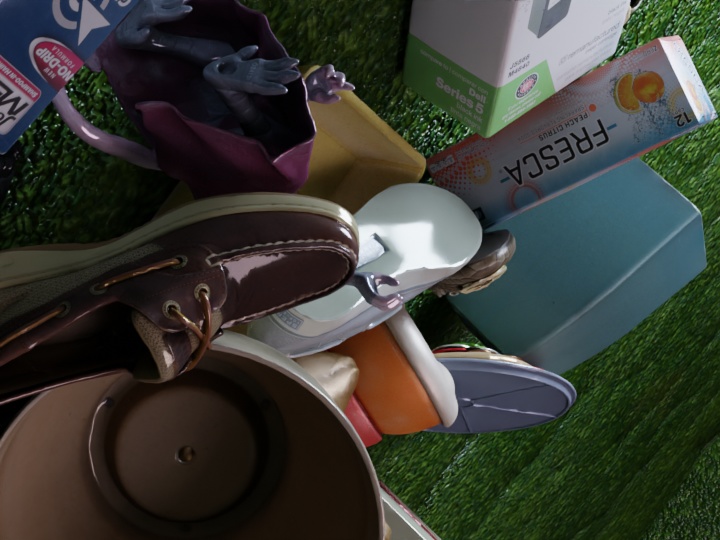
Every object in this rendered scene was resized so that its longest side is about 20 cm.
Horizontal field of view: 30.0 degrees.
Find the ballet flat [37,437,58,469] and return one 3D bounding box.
[{"bbox_3d":[-0.199,0.116,0.815,0.069,0.069,0.200,-37,155,-28],"label":"ballet flat"}]

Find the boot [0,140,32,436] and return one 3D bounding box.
[{"bbox_3d":[-0.203,0.006,0.643,0.198,0.073,0.163,-7,126,-57],"label":"boot"}]

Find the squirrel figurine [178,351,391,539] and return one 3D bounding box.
[{"bbox_3d":[-0.107,0.151,0.886,0.200,0.142,0.187,10,142,-41],"label":"squirrel figurine"}]

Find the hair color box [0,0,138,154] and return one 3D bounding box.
[{"bbox_3d":[-0.118,-0.156,0.526,0.200,0.100,0.061,-50,154,-3],"label":"hair color box"}]

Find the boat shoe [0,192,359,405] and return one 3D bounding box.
[{"bbox_3d":[-0.091,0.021,0.597,0.200,0.072,0.072,-10,141,-14],"label":"boat shoe"}]

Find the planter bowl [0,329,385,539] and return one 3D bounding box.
[{"bbox_3d":[-0.093,0.115,0.717,0.200,0.200,0.135,-55,-168,9],"label":"planter bowl"}]

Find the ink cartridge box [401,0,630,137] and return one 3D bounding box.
[{"bbox_3d":[0.112,-0.208,0.860,0.145,0.084,0.200,-35,150,-32],"label":"ink cartridge box"}]

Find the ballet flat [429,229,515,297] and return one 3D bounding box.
[{"bbox_3d":[0.077,0.000,1.014,0.067,0.046,0.200,-19,-177,-8],"label":"ballet flat"}]

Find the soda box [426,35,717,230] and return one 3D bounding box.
[{"bbox_3d":[0.151,-0.096,0.976,0.200,0.068,0.064,-26,178,29],"label":"soda box"}]

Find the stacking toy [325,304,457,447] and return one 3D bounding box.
[{"bbox_3d":[-0.041,0.095,0.996,0.200,0.146,0.146,-31,153,-3],"label":"stacking toy"}]

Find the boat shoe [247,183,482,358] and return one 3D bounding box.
[{"bbox_3d":[0.000,0.001,0.878,0.201,0.070,0.072,-27,166,-45],"label":"boat shoe"}]

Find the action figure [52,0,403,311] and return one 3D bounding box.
[{"bbox_3d":[-0.064,-0.041,0.683,0.149,0.134,0.200,-14,148,-3],"label":"action figure"}]

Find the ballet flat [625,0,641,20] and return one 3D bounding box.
[{"bbox_3d":[0.229,-0.252,1.022,0.200,0.046,0.067,-52,154,2],"label":"ballet flat"}]

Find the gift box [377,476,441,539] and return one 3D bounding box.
[{"bbox_3d":[-0.025,0.234,1.096,0.185,0.187,0.200,-46,170,-8],"label":"gift box"}]

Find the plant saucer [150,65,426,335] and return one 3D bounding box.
[{"bbox_3d":[-0.063,-0.029,0.850,0.200,0.048,0.200,-52,155,3],"label":"plant saucer"}]

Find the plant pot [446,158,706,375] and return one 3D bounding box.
[{"bbox_3d":[0.184,-0.003,1.198,0.200,0.141,0.141,-43,154,-3],"label":"plant pot"}]

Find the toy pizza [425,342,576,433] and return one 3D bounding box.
[{"bbox_3d":[0.084,0.100,1.156,0.200,0.200,0.032,57,33,-64],"label":"toy pizza"}]
